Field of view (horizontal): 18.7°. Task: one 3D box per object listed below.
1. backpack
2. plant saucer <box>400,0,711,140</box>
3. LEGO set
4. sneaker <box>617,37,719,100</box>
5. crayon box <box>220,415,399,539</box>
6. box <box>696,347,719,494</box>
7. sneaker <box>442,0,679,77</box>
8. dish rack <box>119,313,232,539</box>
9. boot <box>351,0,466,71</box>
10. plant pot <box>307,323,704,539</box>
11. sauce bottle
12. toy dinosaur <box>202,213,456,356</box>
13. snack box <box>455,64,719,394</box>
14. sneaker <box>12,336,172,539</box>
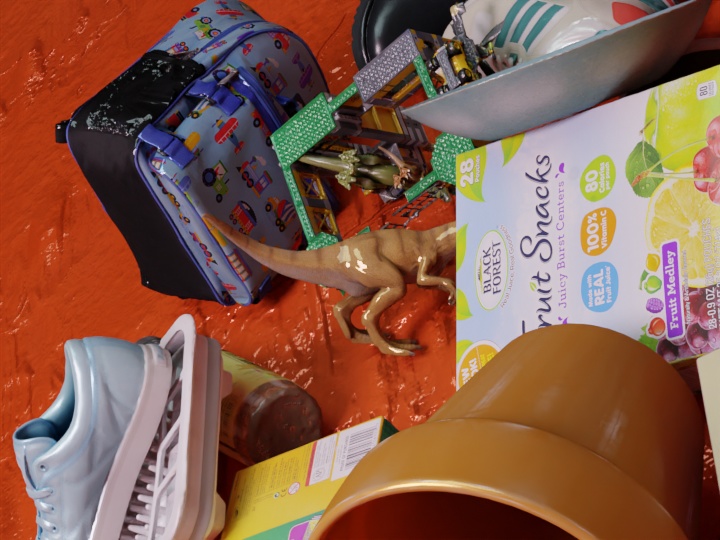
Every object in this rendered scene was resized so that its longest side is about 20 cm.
[{"bbox_3d":[-0.092,-0.094,1.599,0.134,0.183,0.200,12,49,43],"label":"backpack"},{"bbox_3d":[0.124,-0.115,1.319,0.201,0.039,0.201,-20,3,1],"label":"plant saucer"},{"bbox_3d":[0.042,-0.074,1.503,0.200,0.116,0.154,-46,58,30],"label":"LEGO set"},{"bbox_3d":[0.225,-0.084,1.318,0.200,0.071,0.099,-2,46,41],"label":"sneaker"},{"bbox_3d":[-0.029,0.193,1.297,0.119,0.058,0.200,-23,38,30],"label":"crayon box"},{"bbox_3d":[0.269,0.099,1.039,0.176,0.097,0.200,-29,34,22],"label":"box"},{"bbox_3d":[0.122,-0.147,1.505,0.200,0.070,0.093,-5,43,42],"label":"sneaker"},{"bbox_3d":[-0.135,0.142,1.418,0.200,0.043,0.172,-48,33,45],"label":"dish rack"},{"bbox_3d":[0.098,-0.220,1.609,0.168,0.076,0.200,-5,43,50],"label":"boot"},{"bbox_3d":[0.095,0.129,1.130,0.200,0.200,0.183,-17,26,36],"label":"plant pot"},{"bbox_3d":[-0.100,0.084,1.494,0.066,0.066,0.200,-51,35,-11],"label":"sauce bottle"},{"bbox_3d":[0.000,0.000,1.433,0.200,0.106,0.060,-5,15,-4],"label":"toy dinosaur"},{"bbox_3d":[0.148,-0.007,1.265,0.200,0.068,0.169,-19,63,41],"label":"snack box"},{"bbox_3d":[-0.189,0.131,1.389,0.200,0.082,0.074,-71,21,8],"label":"sneaker"}]
